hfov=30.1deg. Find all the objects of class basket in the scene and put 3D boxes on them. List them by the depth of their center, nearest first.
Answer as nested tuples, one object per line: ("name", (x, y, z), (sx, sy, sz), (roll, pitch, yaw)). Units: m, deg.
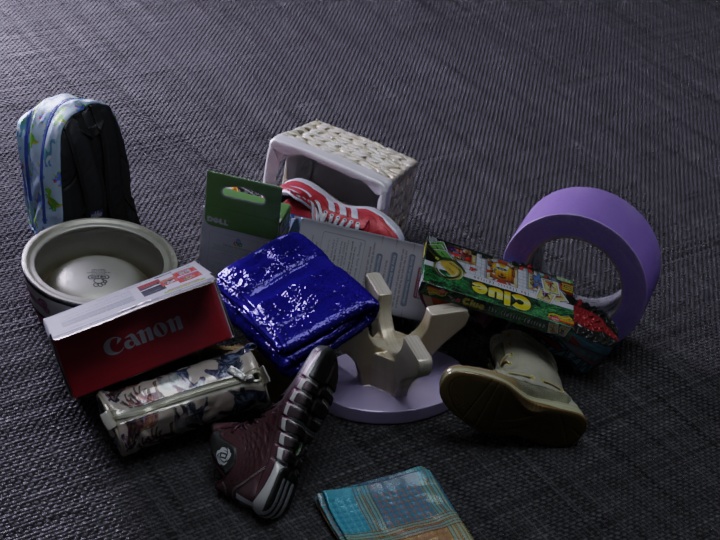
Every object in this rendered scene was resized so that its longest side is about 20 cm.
("basket", (-0.028, -0.118, 1.938), (0.198, 0.137, 0.123), (24, 33, 22))

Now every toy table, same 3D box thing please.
("toy table", (0.042, 0.100, 1.644), (0.198, 0.118, 0.184), (-14, 39, -29))

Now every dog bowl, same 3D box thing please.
("dog bowl", (-0.335, 0.016, 1.720), (0.197, 0.075, 0.201), (7, 34, -5))

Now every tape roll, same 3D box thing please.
("tape roll", (0.292, -0.002, 1.775), (0.198, 0.202, 0.085), (19, 34, 16))

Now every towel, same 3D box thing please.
("towel", (0.053, 0.294, 1.444), (0.145, 0.022, 0.200), (-9, 38, -24))
("towel", (-0.083, 0.031, 1.597), (0.147, 0.050, 0.200), (-34, 41, -14))

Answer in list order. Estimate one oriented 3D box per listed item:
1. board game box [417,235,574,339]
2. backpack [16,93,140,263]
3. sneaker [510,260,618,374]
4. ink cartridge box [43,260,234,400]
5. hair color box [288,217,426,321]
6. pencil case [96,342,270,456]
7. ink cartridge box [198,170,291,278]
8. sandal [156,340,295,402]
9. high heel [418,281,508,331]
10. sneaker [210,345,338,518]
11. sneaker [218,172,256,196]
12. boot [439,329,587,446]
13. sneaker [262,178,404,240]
("board game box", (0.171, 0.020, 1.672), (0.197, 0.024, 0.105), (17, 37, -4))
("backpack", (-0.387, -0.137, 1.819), (0.153, 0.202, 0.162), (28, 39, 29))
("sneaker", (0.230, 0.069, 1.745), (0.199, 0.096, 0.079), (33, 40, 9))
("ink cartridge box", (-0.255, 0.069, 1.542), (0.198, 0.085, 0.175), (-21, 11, -12))
("hair color box", (0.000, 0.000, 1.752), (0.197, 0.100, 0.061), (12, -3, -16))
("pencil case", (-0.201, 0.147, 1.524), (0.198, 0.090, 0.079), (-17, 72, -19))
("ink cartridge box", (-0.150, -0.045, 1.736), (0.102, 0.202, 0.060), (14, 34, 8))
("sandal", (-0.138, 0.106, 1.630), (0.208, 0.078, 0.070), (5, 35, 5))
("high heel", (0.116, 0.024, 1.764), (0.199, 0.068, 0.096), (30, 16, -52))
("sneaker", (-0.107, 0.165, 1.490), (0.114, 0.076, 0.202), (14, 69, 25))
("sneaker", (-0.154, -0.071, 1.901), (0.077, 0.079, 0.200), (-2, 36, -40))
("boot", (0.173, 0.130, 1.646), (0.198, 0.073, 0.155), (19, 29, -21))
("sneaker", (-0.043, -0.062, 1.819), (0.198, 0.072, 0.112), (25, 20, 18))
